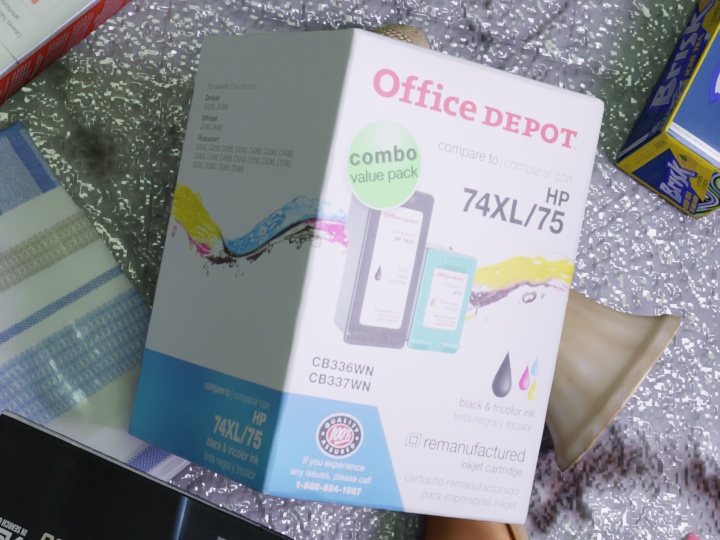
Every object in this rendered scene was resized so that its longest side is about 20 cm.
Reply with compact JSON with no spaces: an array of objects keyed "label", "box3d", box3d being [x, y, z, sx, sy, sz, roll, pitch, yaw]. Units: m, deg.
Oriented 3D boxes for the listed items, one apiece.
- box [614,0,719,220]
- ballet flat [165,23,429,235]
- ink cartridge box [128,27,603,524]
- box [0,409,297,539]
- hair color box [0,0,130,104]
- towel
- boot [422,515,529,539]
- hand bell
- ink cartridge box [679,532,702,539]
[{"label":"box","box3d":[0.228,-0.133,0.981,0.064,0.070,0.201,32,70,-7]},{"label":"ballet flat","box3d":[-0.033,-0.070,0.875,0.201,0.070,0.065,-57,134,-22]},{"label":"ink cartridge box","box3d":[0.000,0.000,0.785,0.146,0.146,0.202,11,90,-32]},{"label":"box","box3d":[-0.067,0.154,0.715,0.163,0.200,0.087,21,75,23]},{"label":"hair color box","box3d":[-0.198,-0.140,0.843,0.200,0.061,0.102,-43,94,-23]},{"label":"towel","box3d":[-0.160,0.032,0.811,0.147,0.024,0.201,-34,90,-46]},{"label":"boot","box3d":[0.011,0.190,0.845,0.154,0.077,0.202,-7,88,-16]},{"label":"hand bell","box3d":[0.063,0.005,0.900,0.200,0.104,0.104,38,69,6]},{"label":"ink cartridge box","box3d":[0.210,0.255,0.855,0.200,0.085,0.146,38,39,-10]}]
